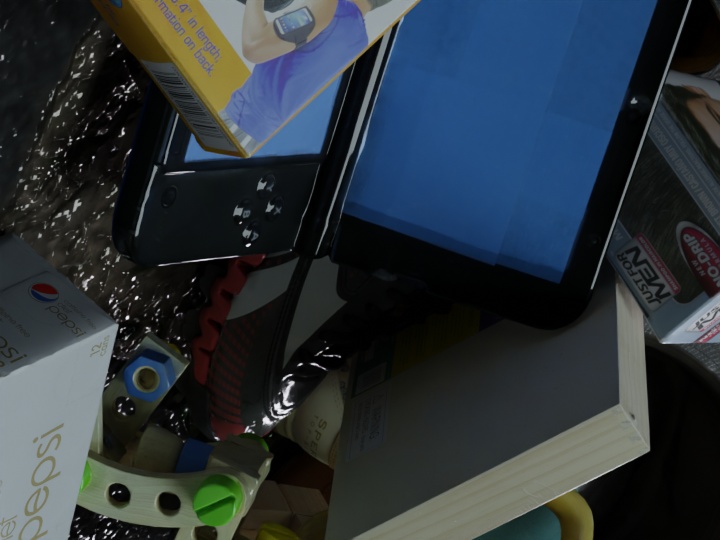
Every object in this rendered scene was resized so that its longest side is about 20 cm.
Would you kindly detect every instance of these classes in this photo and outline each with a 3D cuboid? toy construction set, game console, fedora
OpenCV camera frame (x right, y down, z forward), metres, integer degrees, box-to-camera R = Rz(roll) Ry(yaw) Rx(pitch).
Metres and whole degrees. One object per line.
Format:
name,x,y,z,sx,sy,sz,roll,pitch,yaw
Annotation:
toy construction set,-0.098,0.128,1.124,0.092,0.131,0.200,-62,178,-60
game console,0.022,-0.080,1.022,0.170,0.118,0.201,-8,120,-55
fedora,0.104,0.091,1.263,0.200,0.177,0.090,-55,-171,6

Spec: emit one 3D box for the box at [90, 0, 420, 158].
box,-0.008,-0.147,0.938,0.200,0.041,0.119,-43,114,-14

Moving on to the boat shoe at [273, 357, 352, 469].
boat shoe,0.044,0.024,1.281,0.200,0.063,0.073,-41,151,-22

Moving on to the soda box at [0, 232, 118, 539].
soda box,-0.152,0.088,1.049,0.068,0.064,0.200,-25,144,-42

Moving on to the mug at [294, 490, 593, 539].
mug,0.034,0.181,1.143,0.187,0.153,0.149,-63,-167,16

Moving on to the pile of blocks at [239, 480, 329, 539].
pile of blocks,-0.013,0.178,1.261,0.082,0.062,0.200,-34,130,1

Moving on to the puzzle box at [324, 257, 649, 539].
puzzle box,0.054,0.043,1.123,0.133,0.025,0.200,-29,-159,18

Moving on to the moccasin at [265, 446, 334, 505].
moccasin,-0.001,0.120,1.314,0.201,0.078,0.074,-43,153,-17

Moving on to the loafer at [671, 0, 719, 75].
loafer,0.135,-0.110,1.247,0.200,0.072,0.073,-14,135,-52

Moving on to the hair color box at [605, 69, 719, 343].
hair color box,0.158,-0.026,1.179,0.061,0.099,0.200,-40,162,21

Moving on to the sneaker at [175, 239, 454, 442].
sneaker,0.000,0.000,1.144,0.201,0.098,0.071,-57,155,13

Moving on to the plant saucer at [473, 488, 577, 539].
plant saucer,0.071,0.139,1.214,0.070,0.201,0.019,-15,-169,0
